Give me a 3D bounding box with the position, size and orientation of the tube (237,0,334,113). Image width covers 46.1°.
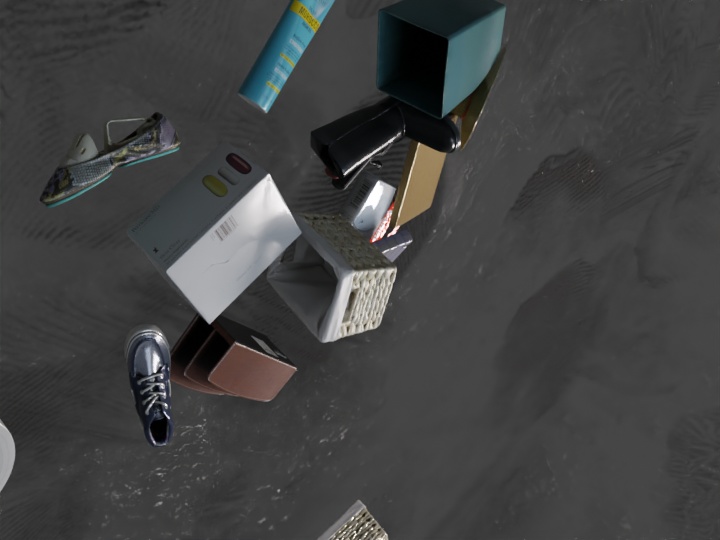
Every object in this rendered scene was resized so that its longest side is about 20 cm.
[{"bbox_3d":[-0.104,-0.324,1.205,0.202,0.050,0.077,-60,155,0],"label":"tube"}]

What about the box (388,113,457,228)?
[{"bbox_3d":[0.117,-0.192,1.584,0.163,0.021,0.203,-33,144,-55],"label":"box"}]

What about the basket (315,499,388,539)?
[{"bbox_3d":[-0.029,0.726,2.197,0.199,0.123,0.137,-39,146,-23],"label":"basket"}]

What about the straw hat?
[{"bbox_3d":[0.183,-0.325,1.516,0.201,0.084,0.204,-157,-91,-89],"label":"straw hat"}]

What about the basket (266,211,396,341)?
[{"bbox_3d":[-0.049,0.005,1.400,0.122,0.200,0.137,-4,124,-37],"label":"basket"}]

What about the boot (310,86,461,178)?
[{"bbox_3d":[0.039,-0.207,1.365,0.198,0.165,0.066,-29,142,-27],"label":"boot"}]

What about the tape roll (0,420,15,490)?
[{"bbox_3d":[-0.552,0.221,1.046,0.202,0.139,0.205,-33,143,-29],"label":"tape roll"}]

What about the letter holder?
[{"bbox_3d":[-0.228,0.172,1.452,0.143,0.100,0.200,-52,148,2],"label":"letter holder"}]

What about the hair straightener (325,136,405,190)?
[{"bbox_3d":[0.021,-0.215,1.474,0.201,0.041,0.077,-50,148,-14],"label":"hair straightener"}]

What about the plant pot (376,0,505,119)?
[{"bbox_3d":[0.142,-0.374,1.389,0.199,0.140,0.143,-38,145,-34],"label":"plant pot"}]

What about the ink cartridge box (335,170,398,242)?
[{"bbox_3d":[0.029,-0.085,1.588,0.199,0.047,0.161,18,106,-55],"label":"ink cartridge box"}]

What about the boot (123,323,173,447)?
[{"bbox_3d":[-0.324,0.183,1.332,0.072,0.091,0.202,-14,134,-19],"label":"boot"}]

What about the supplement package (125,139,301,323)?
[{"bbox_3d":[-0.212,-0.056,1.248,0.200,0.110,0.156,-46,147,-13],"label":"supplement package"}]

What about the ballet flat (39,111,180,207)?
[{"bbox_3d":[-0.324,-0.150,1.073,0.199,0.072,0.073,-32,142,-30],"label":"ballet flat"}]

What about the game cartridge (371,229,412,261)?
[{"bbox_3d":[0.000,0.000,1.572,0.128,0.039,0.200,-17,160,-38],"label":"game cartridge"}]
